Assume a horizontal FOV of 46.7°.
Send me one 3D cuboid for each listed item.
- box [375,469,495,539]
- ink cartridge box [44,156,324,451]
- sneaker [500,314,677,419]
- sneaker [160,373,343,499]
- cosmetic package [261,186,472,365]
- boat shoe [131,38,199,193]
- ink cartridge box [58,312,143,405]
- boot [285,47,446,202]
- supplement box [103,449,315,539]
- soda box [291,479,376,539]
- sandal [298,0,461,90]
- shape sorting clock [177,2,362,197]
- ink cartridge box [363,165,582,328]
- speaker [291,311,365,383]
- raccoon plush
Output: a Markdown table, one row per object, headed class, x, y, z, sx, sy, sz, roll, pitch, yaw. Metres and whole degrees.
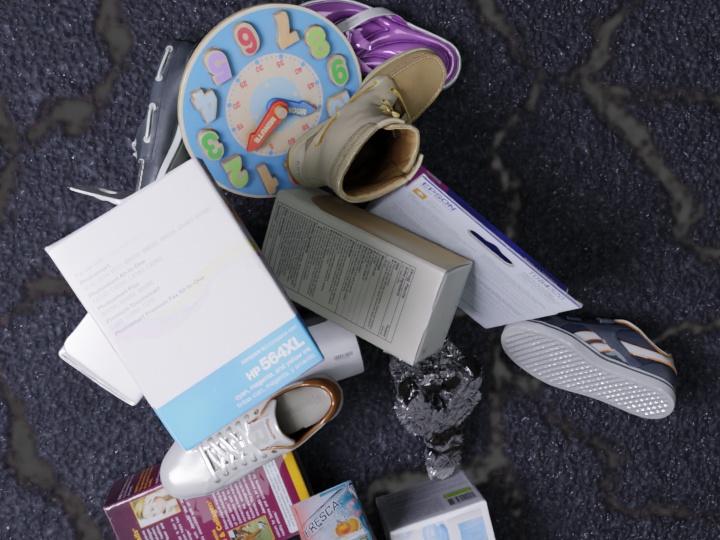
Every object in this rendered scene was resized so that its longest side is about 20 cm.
| class | x | y | z | sx | sy | sz | roll | pitch | yaw |
| --- | --- | --- | --- | --- | --- | --- | --- | --- | --- |
| box | 0.098 | 0.345 | 0.921 | 0.112 | 0.101 | 0.202 | -16 | 97 | -6 |
| ink cartridge box | -0.137 | 0.007 | 0.645 | 0.125 | 0.129 | 0.201 | -32 | 101 | -5 |
| sneaker | 0.257 | 0.092 | 0.936 | 0.199 | 0.079 | 0.080 | 24 | 48 | 4 |
| sneaker | -0.109 | 0.156 | 0.806 | 0.199 | 0.085 | 0.073 | -30 | 86 | -5 |
| cosmetic package | 0.000 | 0.000 | 0.835 | 0.199 | 0.071 | 0.106 | 28 | 112 | 23 |
| boat shoe | -0.199 | -0.137 | 0.857 | 0.060 | 0.076 | 0.201 | 20 | 87 | 7 |
| ink cartridge box | -0.194 | 0.030 | 0.804 | 0.084 | 0.200 | 0.146 | 37 | 90 | -9 |
| boot | 0.030 | -0.144 | 0.809 | 0.200 | 0.155 | 0.073 | -38 | 114 | -10 |
| supplement box | -0.154 | 0.246 | 0.887 | 0.199 | 0.086 | 0.111 | -22 | 98 | -5 |
| soda box | -0.010 | 0.305 | 0.871 | 0.068 | 0.064 | 0.201 | -21 | 135 | -5 |
| sandal | 0.013 | -0.243 | 0.883 | 0.201 | 0.050 | 0.083 | 8 | 94 | -8 |
| shape sorting clock | -0.086 | -0.167 | 0.845 | 0.199 | 0.039 | 0.201 | -17 | 128 | -23 |
| ink cartridge box | 0.107 | -0.022 | 0.842 | 0.196 | 0.200 | 0.043 | 39 | 70 | -9 |
| speaker | -0.100 | 0.101 | 0.885 | 0.198 | 0.081 | 0.082 | -17 | 97 | -5 |
| raccoon plush | 0.057 | 0.124 | 0.924 | 0.096 | 0.134 | 0.201 | -6 | 129 | -22 |
